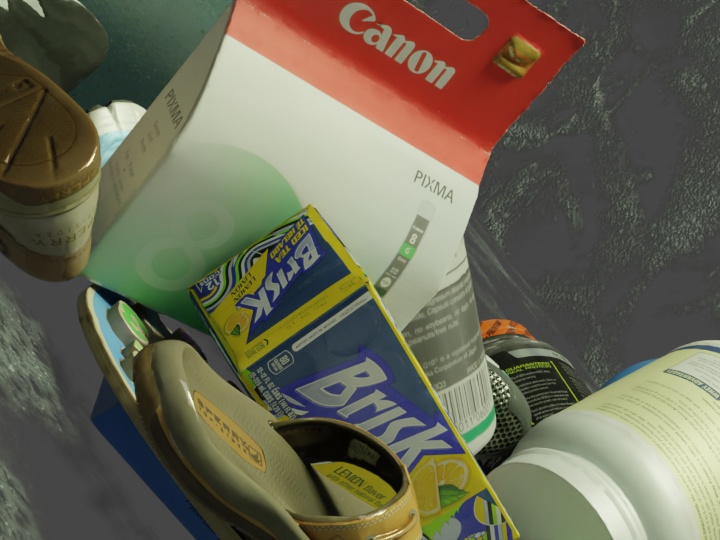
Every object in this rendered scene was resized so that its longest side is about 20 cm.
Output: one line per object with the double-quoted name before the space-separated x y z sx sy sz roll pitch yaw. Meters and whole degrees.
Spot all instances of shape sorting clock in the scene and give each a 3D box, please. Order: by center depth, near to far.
"shape sorting clock" -0.053 0.084 0.789 0.200 0.039 0.200 51 8 -10

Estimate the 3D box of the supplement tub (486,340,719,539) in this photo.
"supplement tub" 0.178 0.139 1.114 0.199 0.145 0.145 -22 68 -39

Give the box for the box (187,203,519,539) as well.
"box" 0.001 0.067 0.819 0.064 0.070 0.201 52 -5 47

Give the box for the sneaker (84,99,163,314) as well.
"sneaker" -0.104 -0.014 0.908 0.200 0.078 0.091 23 48 -68

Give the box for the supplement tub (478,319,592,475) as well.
"supplement tub" 0.124 0.134 1.300 0.123 0.122 0.201 44 11 -43

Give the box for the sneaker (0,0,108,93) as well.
"sneaker" -0.209 -0.152 0.892 0.086 0.080 0.200 42 -6 29

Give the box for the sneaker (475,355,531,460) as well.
"sneaker" 0.026 0.070 1.074 0.199 0.078 0.091 26 8 -26

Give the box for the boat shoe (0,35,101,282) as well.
"boat shoe" -0.172 -0.070 0.739 0.200 0.071 0.065 48 -31 35

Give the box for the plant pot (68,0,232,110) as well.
"plant pot" -0.131 -0.205 1.062 0.196 0.199 0.196 46 10 -37

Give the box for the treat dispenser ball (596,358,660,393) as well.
"treat dispenser ball" 0.337 0.197 1.981 0.201 0.200 0.201 50 8 -9

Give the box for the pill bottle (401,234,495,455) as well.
"pill bottle" 0.000 0.000 0.935 0.113 0.112 0.202 -98 176 -76

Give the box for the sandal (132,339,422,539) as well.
"sandal" -0.012 0.085 0.708 0.200 0.054 0.081 46 14 -37

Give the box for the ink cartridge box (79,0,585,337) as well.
"ink cartridge box" -0.010 -0.050 0.796 0.160 0.200 0.050 27 26 -35
